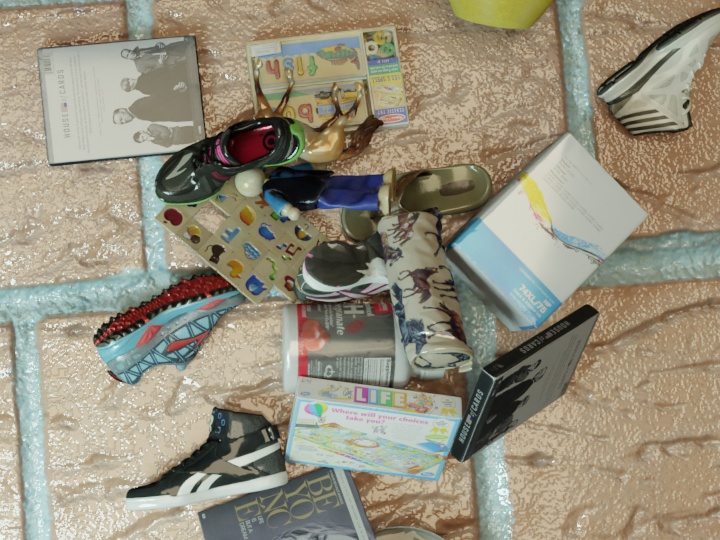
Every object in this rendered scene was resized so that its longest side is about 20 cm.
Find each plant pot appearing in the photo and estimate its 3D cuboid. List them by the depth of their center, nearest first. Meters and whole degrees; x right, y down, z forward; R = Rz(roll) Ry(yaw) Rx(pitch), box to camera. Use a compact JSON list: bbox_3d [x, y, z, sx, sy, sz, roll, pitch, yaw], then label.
[{"bbox_3d":[0.181,-0.387,1.428,0.200,0.200,0.142,6,113,-5],"label":"plant pot"}]

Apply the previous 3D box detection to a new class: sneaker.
[{"bbox_3d":[-0.167,-0.141,1.360,0.200,0.084,0.077,-24,77,12],"label":"sneaker"},{"bbox_3d":[-0.196,0.229,1.396,0.200,0.073,0.112,-9,81,-11],"label":"sneaker"},{"bbox_3d":[-0.229,0.074,1.408,0.200,0.079,0.096,-26,119,-15],"label":"sneaker"},{"bbox_3d":[0.000,0.000,1.416,0.200,0.086,0.080,0,65,-33],"label":"sneaker"},{"bbox_3d":[0.422,-0.252,1.494,0.200,0.076,0.115,-37,99,1],"label":"sneaker"}]

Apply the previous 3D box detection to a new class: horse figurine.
[{"bbox_3d":[-0.072,-0.183,1.417,0.200,0.050,0.133,13,84,-4],"label":"horse figurine"}]

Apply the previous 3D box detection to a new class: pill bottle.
[{"bbox_3d":[0.003,0.096,1.399,0.200,0.111,0.111,0,86,-6],"label":"pill bottle"}]

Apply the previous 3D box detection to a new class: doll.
[{"bbox_3d":[-0.058,-0.104,1.404,0.200,0.137,0.049,4,123,9],"label":"doll"}]

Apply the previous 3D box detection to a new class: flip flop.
[{"bbox_3d":[0.070,-0.091,1.438,0.200,0.058,0.081,-13,86,5],"label":"flip flop"}]

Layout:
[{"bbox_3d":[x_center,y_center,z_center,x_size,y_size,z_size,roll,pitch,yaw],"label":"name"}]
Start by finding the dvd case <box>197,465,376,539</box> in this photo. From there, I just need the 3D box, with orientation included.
[{"bbox_3d":[-0.087,0.328,1.381,0.200,0.016,0.149,-18,52,-7],"label":"dvd case"}]

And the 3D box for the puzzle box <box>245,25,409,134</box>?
[{"bbox_3d":[-0.043,-0.240,1.461,0.200,0.025,0.133,-8,87,-6],"label":"puzzle box"}]

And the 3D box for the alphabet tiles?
[{"bbox_3d":[-0.130,-0.057,1.422,0.200,0.008,0.167,40,64,-2],"label":"alphabet tiles"}]

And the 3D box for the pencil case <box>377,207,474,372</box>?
[{"bbox_3d":[0.080,0.026,1.343,0.089,0.078,0.200,4,61,-31],"label":"pencil case"}]

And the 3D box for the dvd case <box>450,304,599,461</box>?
[{"bbox_3d":[0.199,0.135,1.358,0.200,0.150,0.025,-26,55,-38],"label":"dvd case"}]

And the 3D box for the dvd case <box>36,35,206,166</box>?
[{"bbox_3d":[-0.302,-0.217,1.435,0.200,0.025,0.151,-6,87,-5],"label":"dvd case"}]

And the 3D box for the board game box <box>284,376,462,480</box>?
[{"bbox_3d":[0.013,0.196,1.386,0.200,0.135,0.034,8,45,-6],"label":"board game box"}]

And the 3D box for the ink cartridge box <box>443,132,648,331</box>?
[{"bbox_3d":[0.223,-0.045,1.413,0.200,0.147,0.146,-44,90,-6],"label":"ink cartridge box"}]

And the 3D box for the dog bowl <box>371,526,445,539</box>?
[{"bbox_3d":[0.046,0.416,1.407,0.200,0.059,0.201,0,86,-5],"label":"dog bowl"}]
